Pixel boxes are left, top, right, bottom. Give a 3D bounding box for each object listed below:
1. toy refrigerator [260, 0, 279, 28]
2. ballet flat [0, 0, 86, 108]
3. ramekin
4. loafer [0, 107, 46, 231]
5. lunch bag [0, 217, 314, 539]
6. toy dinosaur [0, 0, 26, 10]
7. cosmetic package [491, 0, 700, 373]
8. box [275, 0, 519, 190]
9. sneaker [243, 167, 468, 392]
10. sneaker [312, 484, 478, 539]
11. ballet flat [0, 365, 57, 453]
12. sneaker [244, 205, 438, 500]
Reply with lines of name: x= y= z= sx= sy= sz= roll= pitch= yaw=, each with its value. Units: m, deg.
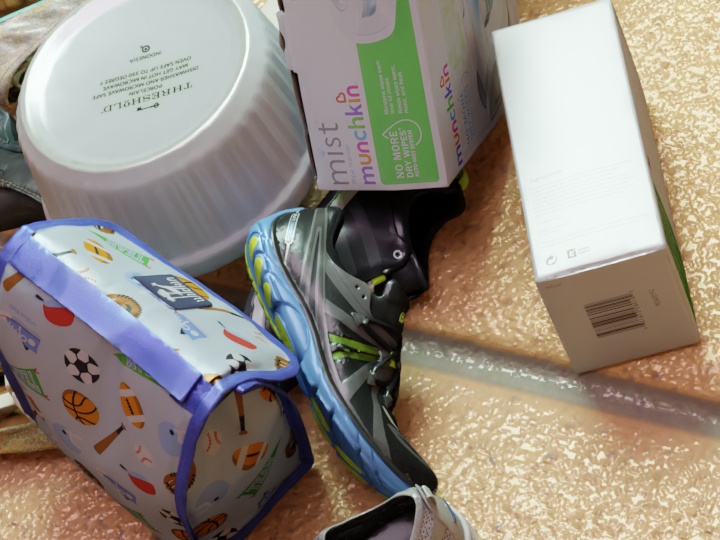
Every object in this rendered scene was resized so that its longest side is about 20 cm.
toy refrigerator: x=-0.053 y=-0.122 z=1.638 sx=0.070 sy=0.076 sz=0.200 roll=23 pitch=68 yaw=33
ballet flat: x=-0.189 y=-0.180 z=1.753 sx=0.199 sy=0.068 sz=0.067 roll=-32 pitch=69 yaw=5
ramekin: x=-0.126 y=-0.100 z=1.542 sx=0.201 sy=0.094 sz=0.203 roll=-11 pitch=52 yaw=15
loafer: x=-0.230 y=-0.052 z=1.671 sx=0.072 sy=0.073 sz=0.200 roll=-50 pitch=43 yaw=-5
lunch bag: x=-0.124 y=0.063 z=1.430 sx=0.170 sy=0.200 sz=0.124 roll=36 pitch=75 yaw=21
toy dinosaur: x=-0.239 y=-0.222 z=1.792 sx=0.200 sy=0.060 sz=0.107 roll=-18 pitch=44 yaw=44
cosmetic package: x=0.142 y=-0.053 z=1.488 sx=0.084 sy=0.108 sz=0.201 roll=-15 pitch=53 yaw=12
box: x=0.023 y=-0.176 z=1.527 sx=0.096 sy=0.201 sz=0.177 roll=0 pitch=25 yaw=22
sneaker: x=0.000 y=0.000 z=1.530 sx=0.083 sy=0.072 sz=0.200 roll=20 pitch=66 yaw=31
sneaker: x=-0.030 y=0.185 z=1.401 sx=0.200 sy=0.082 sz=0.075 roll=-36 pitch=50 yaw=-5
ballet flat: x=-0.232 y=0.083 z=1.570 sx=0.199 sy=0.071 sz=0.071 roll=-13 pitch=52 yaw=13
sneaker: x=0.000 y=0.049 z=1.458 sx=0.082 sy=0.071 sz=0.200 roll=-23 pitch=77 yaw=-9
